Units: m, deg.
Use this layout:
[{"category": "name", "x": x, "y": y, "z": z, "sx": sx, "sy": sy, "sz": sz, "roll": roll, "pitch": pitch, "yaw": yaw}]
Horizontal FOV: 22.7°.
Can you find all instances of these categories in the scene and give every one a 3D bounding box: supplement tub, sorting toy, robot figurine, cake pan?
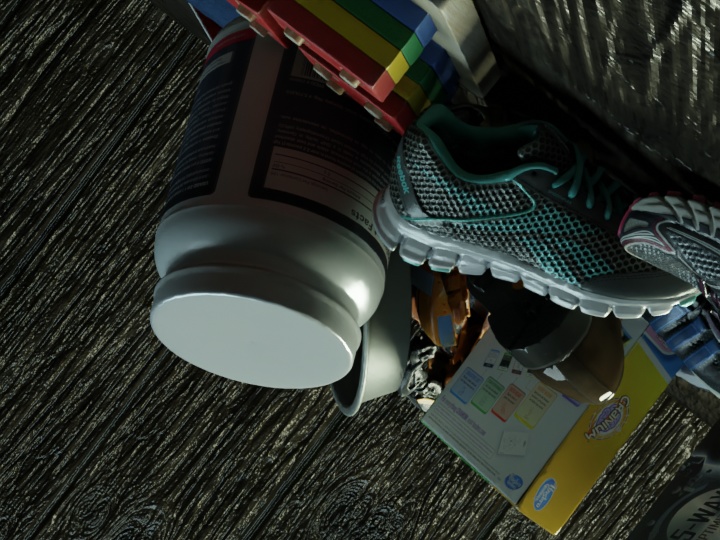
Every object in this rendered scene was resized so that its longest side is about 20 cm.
[{"category": "supplement tub", "x": -0.045, "y": -0.045, "z": 1.089, "sx": 0.140, "sy": 0.201, "sz": 0.141, "roll": 10, "pitch": 153, "yaw": 5}, {"category": "sorting toy", "x": -0.031, "y": -0.157, "z": 0.966, "sx": 0.198, "sy": 0.070, "sz": 0.200, "roll": 38, "pitch": -179, "yaw": 12}, {"category": "robot figurine", "x": 0.082, "y": 0.018, "z": 1.276, "sx": 0.058, "sy": 0.145, "sz": 0.201, "roll": 31, "pitch": 145, "yaw": 34}, {"category": "cake pan", "x": 0.000, "y": 0.000, "z": 1.252, "sx": 0.037, "sy": 0.201, "sz": 0.200, "roll": -3, "pitch": -170, "yaw": -11}]

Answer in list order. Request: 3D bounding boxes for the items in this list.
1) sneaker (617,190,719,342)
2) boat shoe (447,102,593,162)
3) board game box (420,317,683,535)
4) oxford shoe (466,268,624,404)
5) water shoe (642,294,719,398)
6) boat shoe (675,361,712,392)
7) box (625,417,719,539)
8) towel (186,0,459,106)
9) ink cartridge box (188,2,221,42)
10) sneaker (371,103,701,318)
[{"category": "sneaker", "x": 0.207, "y": 0.030, "z": 0.893, "sx": 0.200, "sy": 0.075, "sz": 0.081, "roll": 39, "pitch": -179, "yaw": 24}, {"category": "boat shoe", "x": 0.071, "y": -0.073, "z": 1.110, "sx": 0.068, "sy": 0.075, "sz": 0.200, "roll": 21, "pitch": 175, "yaw": -19}, {"category": "board game box", "x": 0.141, "y": 0.056, "z": 1.188, "sx": 0.040, "sy": 0.200, "sz": 0.153, "roll": 36, "pitch": -179, "yaw": -28}, {"category": "oxford shoe", "x": 0.115, "y": 0.019, "z": 1.085, "sx": 0.084, "sy": 0.073, "sz": 0.200, "roll": 46, "pitch": -161, "yaw": -24}, {"category": "water shoe", "x": 0.194, "y": 0.017, "z": 1.039, "sx": 0.200, "sy": 0.072, "sz": 0.079, "roll": 37, "pitch": 178, "yaw": 46}, {"category": "boat shoe", "x": 0.258, "y": 0.061, "z": 1.132, "sx": 0.070, "sy": 0.071, "sz": 0.200, "roll": 40, "pitch": 173, "yaw": -26}, {"category": "box", "x": 0.271, "y": 0.157, "z": 1.207, "sx": 0.043, "sy": 0.200, "sz": 0.160, "roll": 37, "pitch": -179, "yaw": -19}, {"category": "towel", "x": -0.029, "y": -0.160, "z": 1.202, "sx": 0.200, "sy": 0.049, "sz": 0.112, "roll": 35, "pitch": 163, "yaw": -1}, {"category": "ink cartridge box", "x": -0.065, "y": -0.174, "z": 1.398, "sx": 0.174, "sy": 0.043, "sz": 0.200, "roll": 62, "pitch": -166, "yaw": -11}, {"category": "sneaker", "x": 0.106, "y": -0.036, "z": 0.973, "sx": 0.199, "sy": 0.078, "sz": 0.092, "roll": 11, "pitch": 134, "yaw": 4}]
